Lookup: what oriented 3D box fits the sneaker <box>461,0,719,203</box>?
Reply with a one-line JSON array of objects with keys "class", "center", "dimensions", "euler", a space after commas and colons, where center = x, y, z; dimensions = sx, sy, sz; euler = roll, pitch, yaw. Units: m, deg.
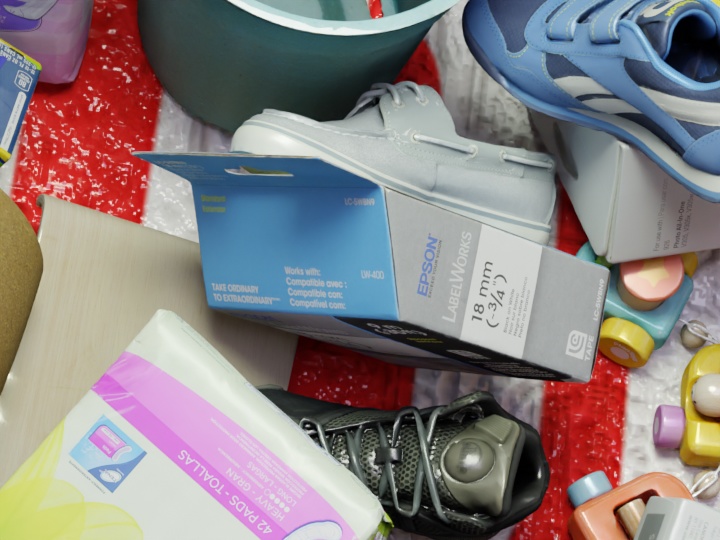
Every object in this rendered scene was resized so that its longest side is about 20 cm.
[{"class": "sneaker", "center": [0.135, -0.109, 1.453], "dimensions": [0.200, 0.082, 0.074], "euler": [28, 51, 31]}]

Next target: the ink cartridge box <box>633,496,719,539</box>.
[{"class": "ink cartridge box", "center": [0.208, 0.221, 1.478], "dimensions": [0.200, 0.050, 0.163], "euler": [25, 78, -19]}]

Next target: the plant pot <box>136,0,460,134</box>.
[{"class": "plant pot", "center": [-0.031, -0.170, 1.517], "dimensions": [0.199, 0.196, 0.201], "euler": [4, 69, -9]}]

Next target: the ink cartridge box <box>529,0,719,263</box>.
[{"class": "ink cartridge box", "center": [0.202, -0.090, 1.559], "dimensions": [0.199, 0.088, 0.146], "euler": [-10, 42, -11]}]

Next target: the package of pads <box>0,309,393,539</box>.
[{"class": "package of pads", "center": [-0.098, 0.143, 1.372], "dimensions": [0.154, 0.068, 0.200], "euler": [41, 86, 10]}]

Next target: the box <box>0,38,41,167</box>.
[{"class": "box", "center": [-0.263, -0.116, 1.482], "dimensions": [0.200, 0.064, 0.070], "euler": [33, 47, -22]}]

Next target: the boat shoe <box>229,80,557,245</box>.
[{"class": "boat shoe", "center": [0.020, -0.059, 1.496], "dimensions": [0.200, 0.070, 0.072], "euler": [17, 85, -39]}]

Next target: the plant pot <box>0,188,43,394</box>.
[{"class": "plant pot", "center": [-0.243, 0.040, 1.387], "dimensions": [0.186, 0.187, 0.200], "euler": [34, 56, 5]}]

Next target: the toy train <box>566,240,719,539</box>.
[{"class": "toy train", "center": [0.140, 0.062, 1.531], "dimensions": [0.150, 0.056, 0.201], "euler": [-19, 73, -17]}]

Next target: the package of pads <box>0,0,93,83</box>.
[{"class": "package of pads", "center": [-0.187, -0.180, 1.494], "dimensions": [0.120, 0.200, 0.076], "euler": [11, 59, -5]}]

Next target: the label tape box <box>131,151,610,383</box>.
[{"class": "label tape box", "center": [0.000, 0.000, 1.434], "dimensions": [0.200, 0.144, 0.064], "euler": [19, 80, -41]}]

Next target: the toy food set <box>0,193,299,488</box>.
[{"class": "toy food set", "center": [-0.116, 0.070, 1.490], "dimensions": [0.143, 0.060, 0.201], "euler": [18, 67, -15]}]

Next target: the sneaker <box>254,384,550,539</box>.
[{"class": "sneaker", "center": [0.005, 0.090, 1.440], "dimensions": [0.199, 0.114, 0.077], "euler": [10, 72, -22]}]
